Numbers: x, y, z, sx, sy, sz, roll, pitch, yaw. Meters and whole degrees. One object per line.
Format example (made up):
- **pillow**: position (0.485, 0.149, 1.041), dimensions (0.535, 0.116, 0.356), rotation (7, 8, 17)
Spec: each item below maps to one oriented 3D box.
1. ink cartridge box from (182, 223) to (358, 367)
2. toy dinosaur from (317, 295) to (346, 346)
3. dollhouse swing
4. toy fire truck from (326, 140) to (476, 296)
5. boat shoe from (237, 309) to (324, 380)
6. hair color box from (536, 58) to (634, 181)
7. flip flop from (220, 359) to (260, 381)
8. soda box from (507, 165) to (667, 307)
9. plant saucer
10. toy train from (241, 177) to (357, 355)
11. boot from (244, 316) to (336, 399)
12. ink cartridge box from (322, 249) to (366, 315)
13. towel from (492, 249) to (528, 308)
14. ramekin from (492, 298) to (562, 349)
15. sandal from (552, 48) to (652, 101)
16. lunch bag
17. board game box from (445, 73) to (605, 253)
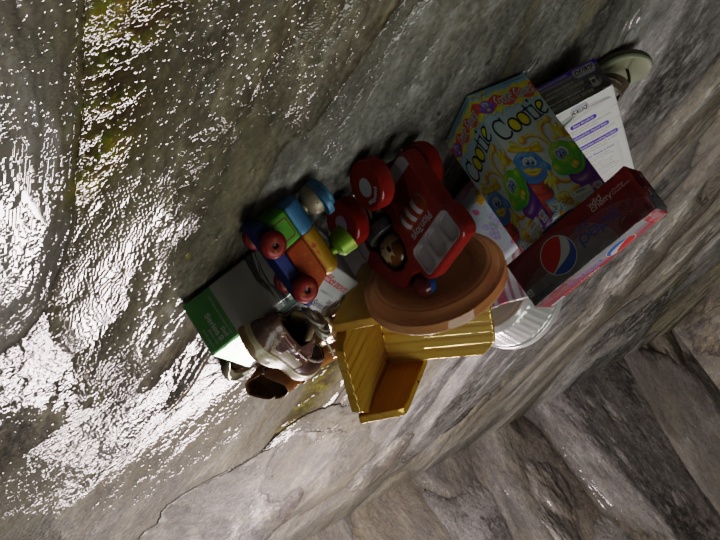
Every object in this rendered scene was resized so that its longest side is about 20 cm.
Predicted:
- **ink cartridge box**: position (-0.116, 0.031, 1.634), dimensions (0.199, 0.084, 0.146), rotation (-37, 162, 6)
- **toy dinosaur**: position (-0.045, 0.087, 1.755), dimensions (0.101, 0.058, 0.200), rotation (-42, -179, -26)
- **dollhouse swing**: position (0.084, 0.103, 1.748), dimensions (0.183, 0.174, 0.202), rotation (-63, 150, -44)
- **toy fire truck**: position (0.057, -0.057, 1.583), dimensions (0.111, 0.169, 0.200), rotation (-20, 157, -36)
- **boat shoe**: position (-0.085, 0.089, 1.591), dimensions (0.072, 0.073, 0.200), rotation (-37, 155, 11)
- **hair color box**: position (0.311, -0.191, 1.719), dimensions (0.108, 0.065, 0.200), rotation (-27, 143, 4)
- **flip flop**: position (-0.171, 0.127, 1.817), dimensions (0.081, 0.058, 0.201), rotation (-28, 160, -20)
- **soda box**: position (0.284, -0.040, 1.534), dimensions (0.200, 0.070, 0.063), rotation (-41, 159, 22)
- **plant saucer**: position (0.100, 0.009, 1.655), dimensions (0.199, 0.200, 0.033), rotation (-30, 127, -14)
- **toy train**: position (-0.048, -0.007, 1.520), dimensions (0.115, 0.201, 0.085), rotation (-40, -157, -12)
- **boot**: position (-0.072, 0.133, 1.852), dimensions (0.199, 0.074, 0.155), rotation (-22, -167, 39)
- **ink cartridge box**: position (0.000, 0.000, 1.822), dimensions (0.199, 0.044, 0.094), rotation (-31, 163, -12)
- **towel**: position (0.183, -0.003, 1.944), dimensions (0.198, 0.148, 0.030), rotation (-17, -167, -13)
- **ramekin**: position (0.240, 0.027, 2.085), dimensions (0.202, 0.204, 0.094), rotation (-42, 147, 22)
- **sandal**: position (0.338, -0.257, 1.748), dimensions (0.199, 0.058, 0.080), rotation (-23, 154, -24)
- **lunch bag**: position (0.199, -0.086, 1.807), dimensions (0.170, 0.127, 0.200), rotation (-46, -173, 34)
- **board game box**: position (0.216, -0.139, 1.604), dimensions (0.104, 0.201, 0.103), rotation (-24, 159, -25)
